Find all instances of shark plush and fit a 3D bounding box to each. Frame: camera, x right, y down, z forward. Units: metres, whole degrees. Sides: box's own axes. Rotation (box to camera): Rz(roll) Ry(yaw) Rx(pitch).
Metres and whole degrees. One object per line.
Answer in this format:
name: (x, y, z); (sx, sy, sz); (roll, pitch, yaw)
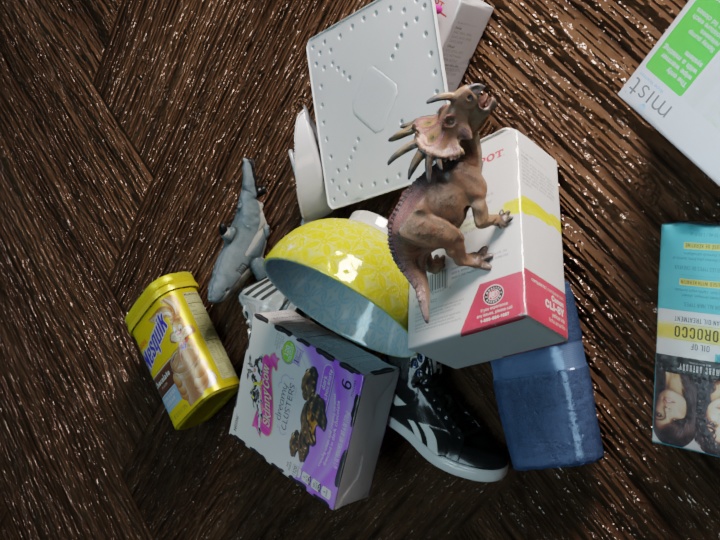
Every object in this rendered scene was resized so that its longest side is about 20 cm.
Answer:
shark plush: (-0.165, -0.051, 1.123); (0.091, 0.082, 0.203); (38, 119, 33)

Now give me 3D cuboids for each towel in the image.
towel: (0.190, 0.103, 0.838); (0.110, 0.048, 0.205); (-15, 84, 44)

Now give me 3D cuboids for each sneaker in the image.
sneaker: (0.091, 0.150, 0.917); (0.198, 0.072, 0.114); (26, 113, 39)
sneaker: (-0.134, 0.095, 1.122); (0.115, 0.075, 0.203); (37, 110, 34)

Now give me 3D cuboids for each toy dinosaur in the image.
toy dinosaur: (0.065, -0.064, 0.729); (0.085, 0.134, 0.203); (28, 93, 50)

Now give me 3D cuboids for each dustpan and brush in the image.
dustpan and brush: (-0.062, -0.084, 0.987); (0.056, 0.140, 0.204); (-15, 84, 3)

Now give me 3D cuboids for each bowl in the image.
bowl: (0.000, 0.000, 0.897); (0.198, 0.200, 0.109); (13, 65, 41)

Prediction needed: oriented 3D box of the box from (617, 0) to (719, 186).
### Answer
box: (0.344, -0.146, 0.636); (0.201, 0.096, 0.177); (51, 123, 24)

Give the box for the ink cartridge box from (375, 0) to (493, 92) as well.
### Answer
ink cartridge box: (0.069, -0.265, 0.892); (0.116, 0.066, 0.203); (43, 122, 31)

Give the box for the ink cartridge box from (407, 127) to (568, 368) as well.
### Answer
ink cartridge box: (0.126, -0.019, 0.810); (0.144, 0.083, 0.204); (-21, 56, 42)

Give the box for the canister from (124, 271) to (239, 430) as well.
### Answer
canister: (-0.278, 0.128, 1.249); (0.148, 0.086, 0.202); (-43, 68, 37)

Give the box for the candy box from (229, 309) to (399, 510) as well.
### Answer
candy box: (-0.062, 0.163, 0.978); (0.198, 0.071, 0.171); (23, 107, 38)

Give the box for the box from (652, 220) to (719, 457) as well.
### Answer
box: (0.313, 0.059, 0.718); (0.081, 0.049, 0.205); (6, 99, 42)

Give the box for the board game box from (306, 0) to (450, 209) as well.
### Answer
board game box: (0.023, -0.187, 0.876); (0.198, 0.026, 0.205); (-13, 84, 47)
